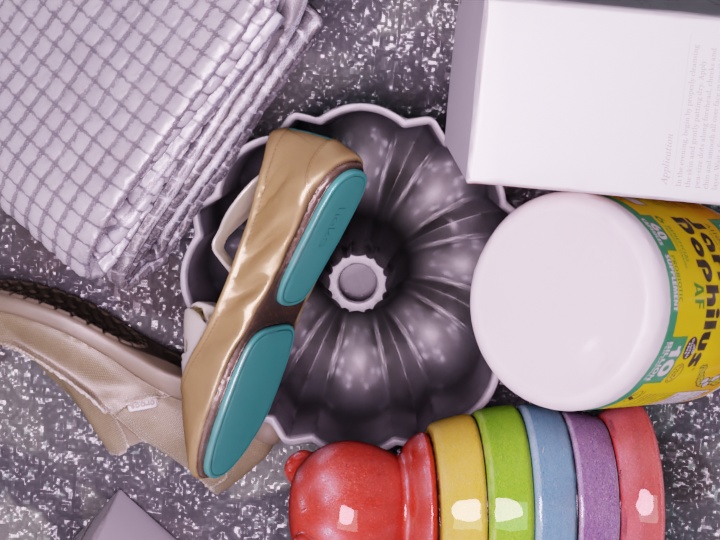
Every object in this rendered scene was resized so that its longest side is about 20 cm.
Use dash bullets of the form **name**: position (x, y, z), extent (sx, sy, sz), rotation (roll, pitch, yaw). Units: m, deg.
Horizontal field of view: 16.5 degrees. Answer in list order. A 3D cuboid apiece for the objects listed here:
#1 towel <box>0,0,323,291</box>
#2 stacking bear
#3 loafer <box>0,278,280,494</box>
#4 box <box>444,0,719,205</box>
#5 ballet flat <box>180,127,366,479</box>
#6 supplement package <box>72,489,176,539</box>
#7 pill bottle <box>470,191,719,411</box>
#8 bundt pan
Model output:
- **towel**: position (-0.131, -0.113, 1.356), extent (0.165, 0.085, 0.201), rotation (40, 99, 30)
- **stacking bear**: position (0.058, 0.130, 1.354), extent (0.198, 0.122, 0.114), rotation (-2, 147, -6)
- **loafer**: position (-0.140, 0.068, 1.428), extent (0.199, 0.076, 0.068), rotation (27, 96, -4)
- **box**: position (0.151, -0.094, 1.291), extent (0.198, 0.124, 0.098), rotation (5, 102, -4)
- **ballet flat**: position (-0.060, 0.015, 1.353), extent (0.063, 0.069, 0.201), rotation (30, 100, 24)
- **supplement package**: position (-0.170, 0.250, 1.447), extent (0.117, 0.117, 0.200), rotation (42, 101, -6)
- **pill bottle**: position (0.152, 0.017, 1.337), extent (0.112, 0.199, 0.114), rotation (-1, 88, 31)
- **bundt pan**: position (0.000, 0.000, 1.408), extent (0.200, 0.076, 0.204), rotation (0, 101, 2)
